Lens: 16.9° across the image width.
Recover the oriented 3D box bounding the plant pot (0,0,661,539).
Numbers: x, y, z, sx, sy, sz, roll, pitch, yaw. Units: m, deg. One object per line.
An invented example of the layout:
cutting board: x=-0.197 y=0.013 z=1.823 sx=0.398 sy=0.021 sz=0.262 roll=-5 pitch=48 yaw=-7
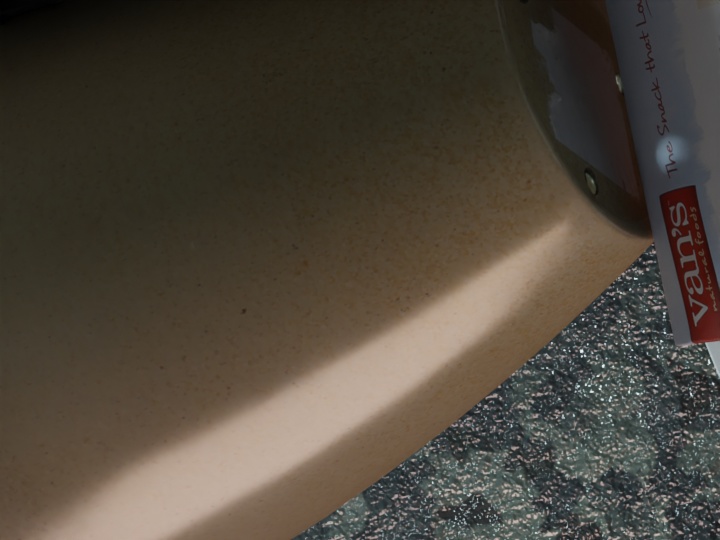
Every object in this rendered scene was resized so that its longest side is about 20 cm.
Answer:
plant pot: x=-0.019 y=-0.014 z=0.691 sx=0.200 sy=0.187 sz=0.187 roll=-23 pitch=173 yaw=27

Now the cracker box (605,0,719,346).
cracker box: x=0.134 y=-0.059 z=0.563 sx=0.058 sy=0.134 sz=0.200 roll=-11 pitch=179 yaw=-26

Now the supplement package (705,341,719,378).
supplement package: x=0.217 y=-0.040 z=0.771 sx=0.200 sy=0.151 sz=0.152 roll=-12 pitch=-159 yaw=37

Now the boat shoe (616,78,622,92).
boat shoe: x=0.043 y=-0.068 z=0.764 sx=0.063 sy=0.071 sz=0.200 roll=-18 pitch=-175 yaw=-43
